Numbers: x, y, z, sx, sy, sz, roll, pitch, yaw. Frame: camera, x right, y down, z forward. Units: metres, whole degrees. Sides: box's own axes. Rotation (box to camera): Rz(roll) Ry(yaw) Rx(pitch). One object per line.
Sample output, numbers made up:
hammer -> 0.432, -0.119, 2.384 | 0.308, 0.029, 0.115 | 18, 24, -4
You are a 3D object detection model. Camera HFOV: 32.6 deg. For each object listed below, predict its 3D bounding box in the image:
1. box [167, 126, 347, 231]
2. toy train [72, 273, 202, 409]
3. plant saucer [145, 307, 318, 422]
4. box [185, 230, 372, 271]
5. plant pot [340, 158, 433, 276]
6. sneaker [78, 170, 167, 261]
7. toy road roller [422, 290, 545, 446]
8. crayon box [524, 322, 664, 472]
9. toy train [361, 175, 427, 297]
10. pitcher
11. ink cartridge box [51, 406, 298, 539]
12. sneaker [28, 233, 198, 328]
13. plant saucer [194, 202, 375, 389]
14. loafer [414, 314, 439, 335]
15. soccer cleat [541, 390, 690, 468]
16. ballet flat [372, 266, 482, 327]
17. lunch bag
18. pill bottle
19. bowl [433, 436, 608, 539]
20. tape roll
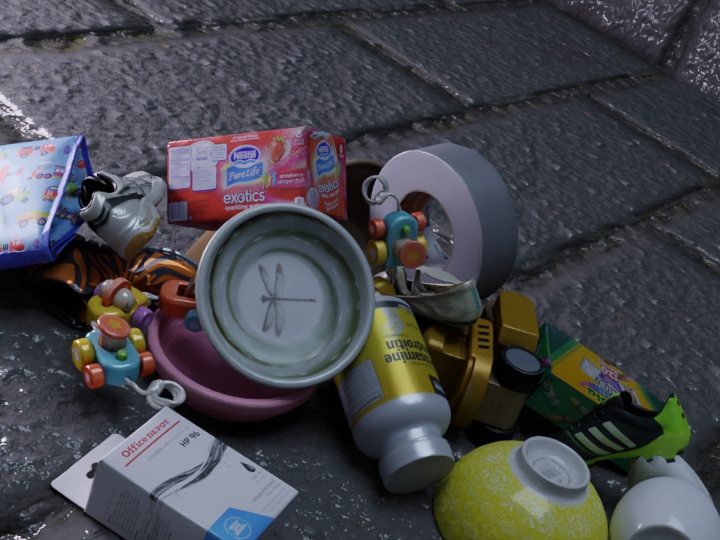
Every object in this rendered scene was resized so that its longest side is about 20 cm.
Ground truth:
box -> -0.121, -0.103, 1.432 | 0.198, 0.101, 0.095 | -3, -5, 29
toy train -> -0.215, 0.053, 1.280 | 0.149, 0.056, 0.201 | 13, 34, -1
plant saucer -> -0.142, 0.100, 1.363 | 0.198, 0.051, 0.201 | 14, 31, -9
box -> -0.111, 0.005, 1.493 | 0.199, 0.021, 0.164 | 34, 69, 19
plant pot -> -0.007, -0.038, 1.622 | 0.199, 0.092, 0.203 | 7, 76, -31
sneaker -> -0.274, -0.086, 1.395 | 0.087, 0.076, 0.200 | 38, 8, -19
toy road roller -> 0.134, 0.107, 1.491 | 0.145, 0.124, 0.201 | 19, 29, -5
crayon box -> 0.294, 0.164, 1.536 | 0.199, 0.058, 0.119 | 34, 27, -12
toy train -> 0.000, 0.000, 1.403 | 0.150, 0.201, 0.056 | 37, 2, -38
pitcher -> 0.358, 0.298, 1.357 | 0.171, 0.122, 0.200 | 42, 19, 7
ink cartridge box -> -0.174, 0.204, 1.152 | 0.199, 0.068, 0.116 | 30, 29, 12
sneaker -> -0.277, 0.024, 1.392 | 0.198, 0.078, 0.112 | 8, 34, -7
plant saucer -> -0.084, 0.029, 1.326 | 0.198, 0.050, 0.202 | 4, 77, -18
loafer -> 0.038, 0.083, 1.519 | 0.076, 0.068, 0.199 | 39, 32, 28
soccer cleat -> 0.283, 0.184, 1.429 | 0.198, 0.082, 0.067 | -11, 5, 30
ballet flat -> 0.062, 0.022, 1.484 | 0.199, 0.063, 0.067 | 7, 23, 37
lunch bag -> -0.390, -0.058, 1.364 | 0.149, 0.095, 0.201 | -6, 32, 11
pill bottle -> 0.034, 0.137, 1.355 | 0.111, 0.112, 0.201 | 3, 51, -33
bowl -> 0.187, 0.243, 1.315 | 0.198, 0.108, 0.201 | 17, 29, -10
tape roll -> 0.100, -0.053, 1.517 | 0.066, 0.202, 0.200 | -15, 46, -39
